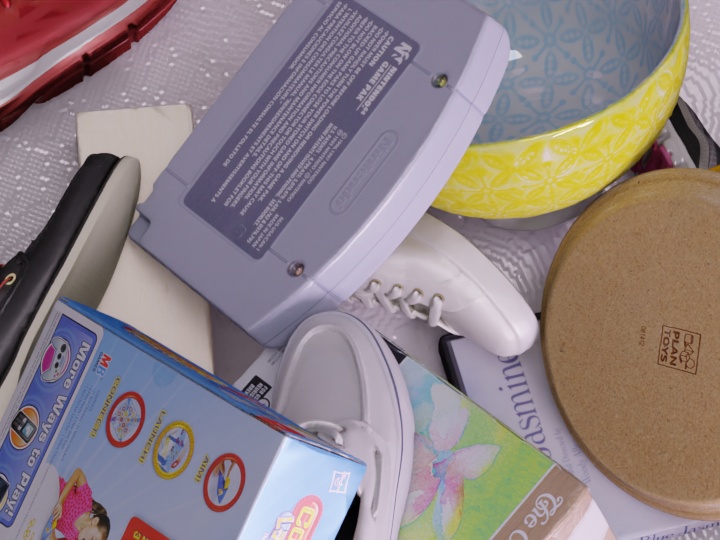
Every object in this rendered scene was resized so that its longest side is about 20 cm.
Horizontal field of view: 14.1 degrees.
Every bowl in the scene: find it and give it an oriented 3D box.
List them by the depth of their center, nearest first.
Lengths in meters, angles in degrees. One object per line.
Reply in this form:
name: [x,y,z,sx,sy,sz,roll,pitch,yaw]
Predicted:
bowl: [0.085,-0.086,1.561,0.200,0.200,0.108,-22,128,-8]

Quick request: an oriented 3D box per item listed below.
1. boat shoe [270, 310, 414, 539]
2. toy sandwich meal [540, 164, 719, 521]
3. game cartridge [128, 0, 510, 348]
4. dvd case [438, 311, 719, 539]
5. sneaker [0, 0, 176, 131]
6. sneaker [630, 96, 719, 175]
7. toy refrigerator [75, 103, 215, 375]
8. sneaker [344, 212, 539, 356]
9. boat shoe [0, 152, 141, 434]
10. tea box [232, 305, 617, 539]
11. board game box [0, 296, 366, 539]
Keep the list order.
boat shoe: [-0.015,0.102,1.379,0.073,0.065,0.201,-11,60,13]
toy sandwich meal: [0.187,0.032,1.517,0.205,0.070,0.206,8,104,35]
game cartridge: [-0.018,-0.064,1.474,0.200,0.041,0.133,-52,48,0]
dvd case: [0.155,0.077,1.579,0.199,0.018,0.143,-13,65,-8]
sneaker: [-0.199,-0.143,1.569,0.200,0.078,0.116,-34,88,-10]
sneaker: [0.224,-0.023,1.584,0.087,0.074,0.200,-31,72,-16]
toy refrigerator: [-0.117,0.018,1.556,0.070,0.076,0.201,-5,84,-6]
sneaker: [0.000,0.000,1.570,0.200,0.073,0.085,35,72,12]
boat shoe: [-0.174,0.023,1.476,0.063,0.074,0.202,23,75,14]
tea box: [-0.002,0.156,1.463,0.197,0.134,0.200,34,78,30]
board game box: [-0.113,0.139,1.370,0.056,0.196,0.200,24,93,-42]
